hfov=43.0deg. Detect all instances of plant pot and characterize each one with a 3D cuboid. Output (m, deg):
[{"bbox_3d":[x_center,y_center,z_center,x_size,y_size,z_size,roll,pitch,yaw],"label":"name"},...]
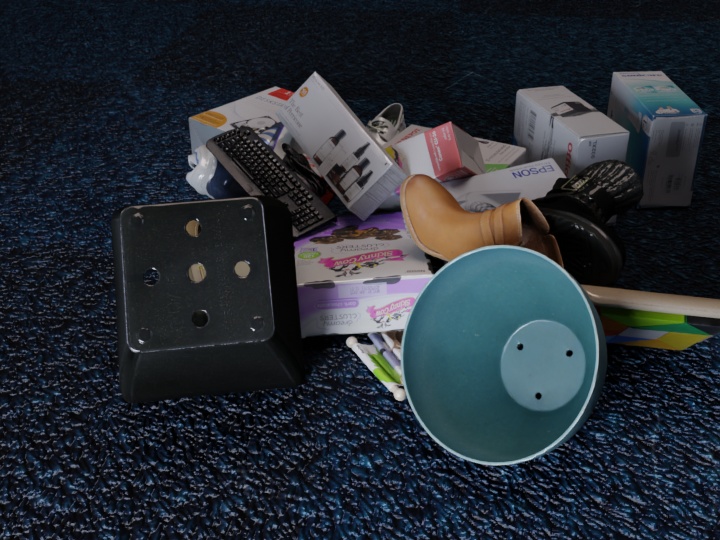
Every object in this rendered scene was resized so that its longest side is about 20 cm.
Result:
[{"bbox_3d":[-0.158,0.020,0.915,0.197,0.203,0.177,-5,-9,-6],"label":"plant pot"},{"bbox_3d":[0.157,0.088,0.898,0.199,0.202,0.134,22,2,34],"label":"plant pot"}]

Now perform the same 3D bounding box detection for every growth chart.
[{"bbox_3d":[0.083,0.080,1.052,0.198,0.018,0.144,-18,34,-28],"label":"growth chart"}]

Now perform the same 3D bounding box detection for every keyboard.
[{"bbox_3d":[-0.106,-0.130,1.178,0.103,0.040,0.200,-26,61,-35],"label":"keyboard"}]

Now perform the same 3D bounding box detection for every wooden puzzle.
[{"bbox_3d":[0.302,0.055,0.971,0.182,0.038,0.200,6,-10,1],"label":"wooden puzzle"}]

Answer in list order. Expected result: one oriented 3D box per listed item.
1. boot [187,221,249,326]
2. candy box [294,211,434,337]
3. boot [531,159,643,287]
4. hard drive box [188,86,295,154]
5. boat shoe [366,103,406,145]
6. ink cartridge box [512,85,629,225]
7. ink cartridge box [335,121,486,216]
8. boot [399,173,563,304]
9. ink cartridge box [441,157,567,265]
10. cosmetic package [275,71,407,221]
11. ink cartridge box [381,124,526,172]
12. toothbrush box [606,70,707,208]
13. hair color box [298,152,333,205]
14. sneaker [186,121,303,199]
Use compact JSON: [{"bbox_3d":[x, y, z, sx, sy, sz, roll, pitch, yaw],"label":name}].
[{"bbox_3d":[-0.161,0.001,1.139,0.152,0.073,0.201,-4,36,-4],"label":"boot"},{"bbox_3d":[0.000,0.000,1.118,0.165,0.072,0.201,-4,25,-2],"label":"candy box"},{"bbox_3d":[0.261,-0.058,1.012,0.156,0.080,0.211,-21,26,-18],"label":"boot"},{"bbox_3d":[-0.160,-0.230,1.526,0.155,0.078,0.199,24,38,34],"label":"hard drive box"},{"bbox_3d":[0.027,-0.221,1.515,0.073,0.068,0.201,6,31,13],"label":"boat shoe"},{"bbox_3d":[0.301,-0.168,1.341,0.083,0.147,0.200,-8,31,-14],"label":"ink cartridge box"},{"bbox_3d":[0.059,-0.123,1.232,0.198,0.068,0.116,-20,-14,23],"label":"ink cartridge box"},{"bbox_3d":[0.133,-0.047,0.991,0.073,0.155,0.201,-33,85,-27],"label":"boot"},{"bbox_3d":[0.189,-0.048,1.124,0.197,0.041,0.201,-14,47,-11],"label":"ink cartridge box"},{"bbox_3d":[-0.028,-0.165,1.193,0.082,0.051,0.201,-43,58,9],"label":"cosmetic package"},{"bbox_3d":[0.126,-0.139,1.356,0.198,0.085,0.145,16,34,26],"label":"ink cartridge box"},{"bbox_3d":[0.443,-0.204,1.399,0.084,0.148,0.201,-2,29,-3],"label":"toothbrush box"},{"bbox_3d":[-0.103,-0.116,1.346,0.100,0.062,0.201,8,33,15],"label":"hair color box"},{"bbox_3d":[-0.167,-0.167,1.290,0.144,0.081,0.201,11,39,8],"label":"sneaker"}]
